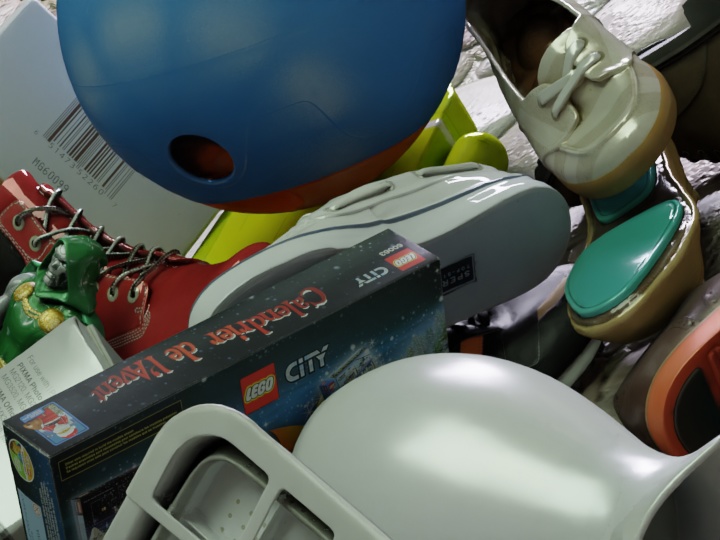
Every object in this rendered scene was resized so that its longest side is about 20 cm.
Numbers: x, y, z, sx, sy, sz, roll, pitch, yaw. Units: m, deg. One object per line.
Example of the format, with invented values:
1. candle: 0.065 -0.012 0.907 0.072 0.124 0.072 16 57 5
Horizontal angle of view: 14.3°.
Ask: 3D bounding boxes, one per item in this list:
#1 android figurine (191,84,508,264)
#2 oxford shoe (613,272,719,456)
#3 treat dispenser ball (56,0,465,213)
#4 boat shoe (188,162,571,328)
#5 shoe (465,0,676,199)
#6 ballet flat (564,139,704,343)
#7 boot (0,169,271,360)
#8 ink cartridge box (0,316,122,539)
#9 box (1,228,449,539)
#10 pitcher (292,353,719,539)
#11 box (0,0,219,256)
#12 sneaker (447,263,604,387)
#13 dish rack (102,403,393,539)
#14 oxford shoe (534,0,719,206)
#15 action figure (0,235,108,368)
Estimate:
1. android figurine: -0.009 -0.032 1.467 0.181 0.041 0.200 -16 30 32
2. oxford shoe: 0.186 0.002 1.232 0.200 0.071 0.072 -39 20 -13
3. treat dispenser ball: -0.049 -0.129 1.405 0.200 0.201 0.201 -26 25 13
4. boat shoe: 0.000 0.000 1.280 0.199 0.074 0.065 -15 30 -34
5. shoe: 0.092 -0.091 1.364 0.070 0.053 0.200 -52 24 10
6. ballet flat: 0.135 -0.007 1.309 0.068 0.063 0.200 -31 19 20
7. boot: -0.114 -0.001 1.367 0.072 0.145 0.200 -32 -3 -35
8. ink cartridge box: -0.157 0.138 1.263 0.200 0.145 0.083 -36 48 -2
9. box: -0.047 0.084 1.208 0.199 0.137 0.038 -26 36 -29
10. pitcher: 0.056 0.121 1.129 0.199 0.121 0.172 10 64 43
11. box: -0.190 -0.022 1.551 0.200 0.152 0.106 -40 11 49
12. sneaker: 0.022 0.045 1.318 0.200 0.090 0.070 -35 24 -5
13. dish rack: -0.038 0.167 1.051 0.043 0.171 0.201 -2 -54 -59
14. oxford shoe: 0.161 -0.077 1.404 0.200 0.085 0.073 -39 -5 41
15. action figure: -0.173 0.069 1.350 0.118 0.055 0.201 40 107 35
